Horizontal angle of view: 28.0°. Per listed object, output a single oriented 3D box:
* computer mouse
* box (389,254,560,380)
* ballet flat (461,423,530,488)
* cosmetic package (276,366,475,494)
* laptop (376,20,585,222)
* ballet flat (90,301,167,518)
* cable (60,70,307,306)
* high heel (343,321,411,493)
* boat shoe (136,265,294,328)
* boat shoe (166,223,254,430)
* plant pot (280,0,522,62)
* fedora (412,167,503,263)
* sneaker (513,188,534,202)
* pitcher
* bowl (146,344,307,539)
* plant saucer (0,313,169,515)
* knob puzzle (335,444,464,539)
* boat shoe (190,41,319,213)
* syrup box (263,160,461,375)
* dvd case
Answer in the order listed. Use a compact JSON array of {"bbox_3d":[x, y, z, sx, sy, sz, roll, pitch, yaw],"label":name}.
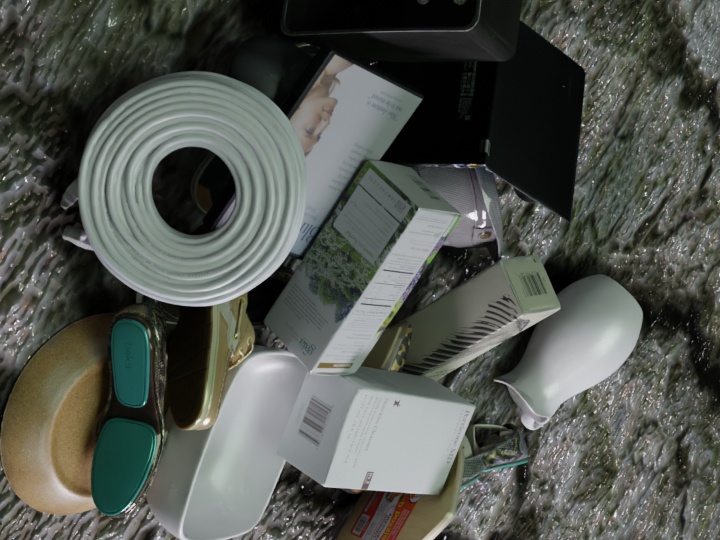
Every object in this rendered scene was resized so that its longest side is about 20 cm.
[{"bbox_3d":[-0.044,-0.154,1.348,0.199,0.052,0.140,29,72,-50],"label":"computer mouse"},{"bbox_3d":[0.118,0.058,1.600,0.082,0.199,0.069,-7,69,-48],"label":"box"},{"bbox_3d":[0.135,0.231,1.806,0.199,0.072,0.073,-13,116,-45],"label":"ballet flat"},{"bbox_3d":[0.019,0.166,1.508,0.199,0.081,0.114,12,102,-47],"label":"cosmetic package"},{"bbox_3d":[0.120,-0.161,1.479,0.116,0.198,0.189,64,31,-59],"label":"laptop"},{"bbox_3d":[-0.201,0.125,1.322,0.075,0.067,0.202,-31,131,-69],"label":"ballet flat"},{"bbox_3d":[-0.144,-0.071,1.238,0.201,0.199,0.069,-60,-177,4],"label":"cable"},{"bbox_3d":[0.021,0.156,1.624,0.201,0.071,0.142,-54,137,3],"label":"high heel"},{"bbox_3d":[-0.128,0.023,1.409,0.201,0.060,0.073,-1,107,-48],"label":"boat shoe"},{"bbox_3d":[-0.128,0.054,1.306,0.066,0.074,0.202,23,56,-34],"label":"boat shoe"},{"bbox_3d":[0.065,-0.291,1.366,0.177,0.198,0.202,23,72,-60],"label":"plant pot"},{"bbox_3d":[0.088,-0.082,1.558,0.089,0.178,0.200,-17,162,-5],"label":"fedora"},{"bbox_3d":[0.163,-0.164,1.661,0.087,0.076,0.202,-24,121,-22],"label":"sneaker"},{"bbox_3d":[0.272,0.113,1.874,0.200,0.121,0.172,-46,157,-10],"label":"pitcher"},{"bbox_3d":[-0.135,0.161,1.423,0.201,0.074,0.200,-69,160,2],"label":"bowl"},{"bbox_3d":[-0.243,0.141,1.352,0.199,0.035,0.202,-24,123,-41],"label":"plant saucer"},{"bbox_3d":[0.061,0.263,1.627,0.030,0.219,0.221,36,77,-21],"label":"knob puzzle"},{"bbox_3d":[-0.086,-0.133,1.387,0.201,0.062,0.075,-56,137,-17],"label":"boat shoe"},{"bbox_3d":[0.000,0.000,1.392,0.081,0.079,0.201,4,124,-55],"label":"syrup box"},{"bbox_3d":[-0.042,-0.103,1.325,0.142,0.018,0.201,17,114,-51],"label":"dvd case"}]
